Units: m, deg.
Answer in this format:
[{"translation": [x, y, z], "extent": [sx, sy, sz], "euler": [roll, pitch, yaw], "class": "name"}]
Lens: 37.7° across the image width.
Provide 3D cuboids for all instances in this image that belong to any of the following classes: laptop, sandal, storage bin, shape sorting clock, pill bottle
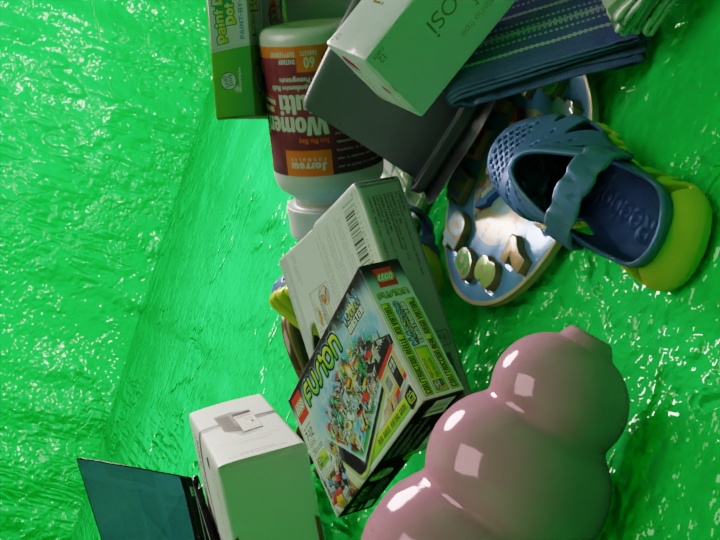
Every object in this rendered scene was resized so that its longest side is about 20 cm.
[{"translation": [-0.200, 0.307, 1.072], "extent": [0.200, 0.115, 0.189], "euler": [-121, 21, -49], "class": "laptop"}, {"translation": [-0.033, 0.036, 1.071], "extent": [0.054, 0.081, 0.201], "euler": [-16, 39, 27], "class": "sandal"}, {"translation": [0.046, -0.182, 0.876], "extent": [0.146, 0.133, 0.201], "euler": [-57, 10, 47], "class": "storage bin"}, {"translation": [0.125, -0.057, 0.643], "extent": [0.080, 0.086, 0.200], "euler": [-69, 25, 10], "class": "sandal"}, {"translation": [0.000, 0.000, 0.954], "extent": [0.199, 0.079, 0.088], "euler": [-19, 42, 37], "class": "sandal"}, {"translation": [0.114, -0.071, 0.798], "extent": [0.200, 0.039, 0.202], "euler": [-162, 90, -73], "class": "shape sorting clock"}, {"translation": [-0.034, -0.135, 1.014], "extent": [0.110, 0.108, 0.202], "euler": [-129, 32, -69], "class": "pill bottle"}]

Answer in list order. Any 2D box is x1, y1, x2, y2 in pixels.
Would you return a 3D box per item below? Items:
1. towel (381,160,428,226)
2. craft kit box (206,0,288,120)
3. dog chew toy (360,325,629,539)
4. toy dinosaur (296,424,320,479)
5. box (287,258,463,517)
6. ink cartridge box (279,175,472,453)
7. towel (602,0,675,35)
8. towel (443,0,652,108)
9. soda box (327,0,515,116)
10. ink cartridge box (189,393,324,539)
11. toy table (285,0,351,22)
[{"translation": [0.037, -0.085, 1.060], "extent": [0.149, 0.030, 0.201], "euler": [-111, 42, -65], "class": "towel"}, {"translation": [-0.106, -0.254, 1.061], "extent": [0.197, 0.048, 0.202], "euler": [-34, -59, -75], "class": "craft kit box"}, {"translation": [0.081, 0.124, 0.588], "extent": [0.201, 0.124, 0.125], "euler": [-63, 18, 4], "class": "dog chew toy"}, {"translation": [-0.028, 0.157, 1.006], "extent": [0.201, 0.060, 0.106], "euler": [-56, -5, 31], "class": "toy dinosaur"}, {"translation": [0.004, 0.094, 0.791], "extent": [0.111, 0.034, 0.201], "euler": [63, 149, 26], "class": "box"}, {"translation": [0.008, 0.051, 0.847], "extent": [0.173, 0.043, 0.202], "euler": [-39, 67, 61], "class": "ink cartridge box"}, {"translation": [0.204, -0.258, 0.691], "extent": [0.149, 0.031, 0.201], "euler": [-48, 27, 34], "class": "towel"}, {"translation": [0.126, -0.197, 0.772], "extent": [0.201, 0.143, 0.024], "euler": [-89, -20, -45], "class": "towel"}, {"translation": [0.071, -0.208, 0.730], "extent": [0.200, 0.064, 0.068], "euler": [-51, 33, 0], "class": "soda box"}, {"translation": [-0.099, 0.216, 1.000], "extent": [0.200, 0.082, 0.148], "euler": [-162, 60, -73], "class": "ink cartridge box"}, {"translation": [0.006, -0.272, 1.087], "extent": [0.183, 0.116, 0.202], "euler": [28, 125, 42], "class": "toy table"}]
